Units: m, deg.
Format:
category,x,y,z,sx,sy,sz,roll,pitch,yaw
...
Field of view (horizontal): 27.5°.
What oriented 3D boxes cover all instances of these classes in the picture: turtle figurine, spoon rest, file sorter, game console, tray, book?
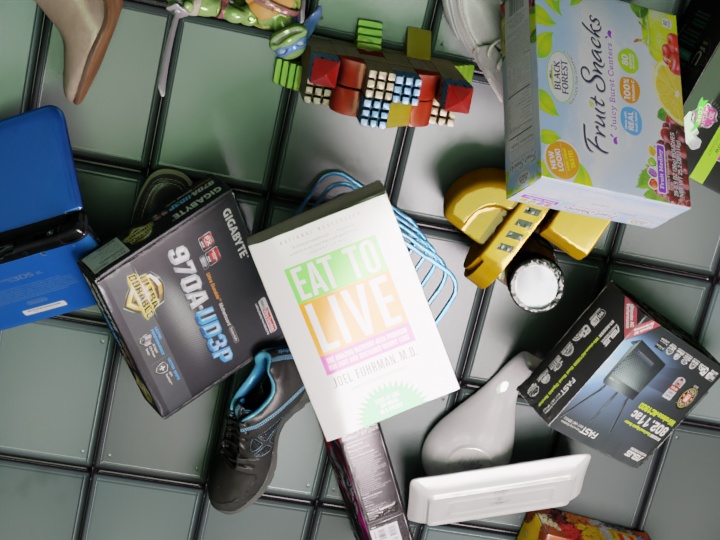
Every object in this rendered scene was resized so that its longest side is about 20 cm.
category,x,y,z,sx,sy,sz,roll,pitch,yaw
turtle figurine,-0.108,-0.285,1.332,0.143,0.199,0.195,-23,91,41
spoon rest,0.142,0.164,1.594,0.099,0.061,0.201,28,117,-14
file sorter,0.000,0.000,1.435,0.138,0.200,0.123,33,99,-17
game console,-0.336,-0.044,1.440,0.198,0.119,0.171,-14,143,19
tray,0.151,0.244,1.602,0.198,0.022,0.108,-8,147,-5
book,-0.006,0.039,1.322,0.133,0.048,0.202,-22,109,-1

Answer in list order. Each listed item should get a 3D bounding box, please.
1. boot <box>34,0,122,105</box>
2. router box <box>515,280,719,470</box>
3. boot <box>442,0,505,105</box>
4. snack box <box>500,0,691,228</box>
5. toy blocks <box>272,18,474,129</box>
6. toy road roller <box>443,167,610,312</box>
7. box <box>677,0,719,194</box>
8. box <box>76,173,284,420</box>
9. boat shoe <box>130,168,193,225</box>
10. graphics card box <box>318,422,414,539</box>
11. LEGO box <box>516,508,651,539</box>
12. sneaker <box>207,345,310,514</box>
category,x,y,z,sx,sy,sz,roll,pitch,yaw
boot,-0.291,-0.274,1.374,0.145,0.070,0.201,23,104,-8
router box,0.275,0.114,1.538,0.150,0.062,0.199,-50,138,11
boot,0.153,-0.206,1.432,0.073,0.096,0.201,-36,111,0
snack box,0.217,-0.153,1.367,0.167,0.068,0.202,10,67,-24
toy blocks,0.021,-0.175,1.407,0.198,0.137,0.101,8,109,-10
toy road roller,0.171,-0.068,1.477,0.145,0.123,0.201,35,103,-6
box,0.379,-0.181,1.460,0.147,0.124,0.201,24,104,-14
box,-0.170,0.028,1.441,0.158,0.046,0.201,-34,133,-18
boat shoe,-0.203,0.000,1.477,0.071,0.065,0.202,12,107,-11
graphics card box,0.004,0.216,1.549,0.050,0.125,0.202,-21,112,-10
LEGO box,0.233,0.382,1.664,0.148,0.077,0.202,16,107,-12
sneaker,-0.117,0.162,1.528,0.082,0.073,0.201,10,109,-53
